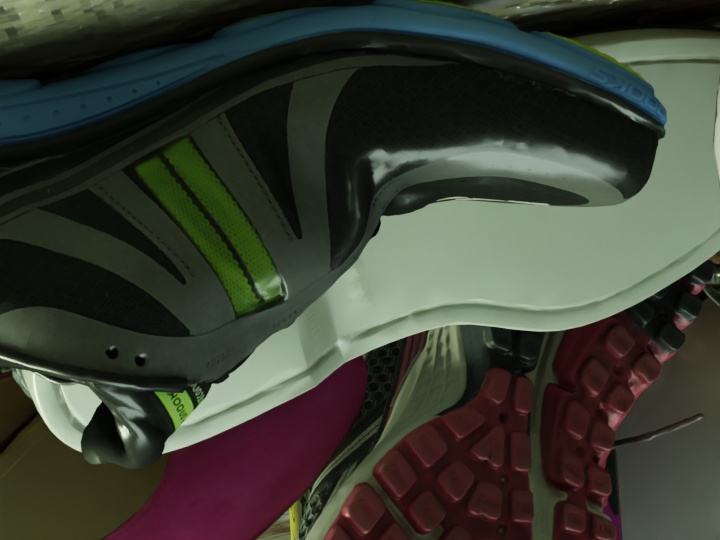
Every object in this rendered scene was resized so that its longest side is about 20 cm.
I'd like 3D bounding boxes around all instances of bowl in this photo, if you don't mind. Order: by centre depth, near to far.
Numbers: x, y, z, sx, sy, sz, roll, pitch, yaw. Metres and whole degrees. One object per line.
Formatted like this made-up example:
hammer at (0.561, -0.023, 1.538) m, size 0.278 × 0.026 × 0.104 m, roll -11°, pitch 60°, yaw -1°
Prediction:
bowl at (0.128, 0.061, 1.042) m, size 0.200 × 0.075 × 0.200 m, roll -32°, pitch 166°, yaw -47°

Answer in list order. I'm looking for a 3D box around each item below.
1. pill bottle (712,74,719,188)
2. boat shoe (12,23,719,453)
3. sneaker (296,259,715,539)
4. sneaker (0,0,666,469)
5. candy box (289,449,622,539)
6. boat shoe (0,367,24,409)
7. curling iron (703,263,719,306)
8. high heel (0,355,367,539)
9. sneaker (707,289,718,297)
pill bottle at (0.156, -0.024, 0.685) m, size 0.106 × 0.107 × 0.200 m, roll -17°, pitch 171°, yaw 20°
boat shoe at (0.008, -0.019, 0.686) m, size 0.199 × 0.073 × 0.062 m, roll -21°, pitch -147°, yaw -17°
sneaker at (0.027, 0.053, 0.747) m, size 0.081 × 0.200 × 0.075 m, roll 35°, pitch 155°, yaw -17°
sneaker at (-0.035, -0.004, 0.600) m, size 0.199 × 0.083 × 0.071 m, roll -13°, pitch 171°, yaw -5°
candy box at (0.026, 0.084, 0.957) m, size 0.061 × 0.137 × 0.200 m, roll -4°, pitch 178°, yaw -14°
boat shoe at (-0.144, 0.033, 0.751) m, size 0.074 × 0.062 × 0.200 m, roll 0°, pitch 149°, yaw -39°
curling iron at (0.179, -0.037, 0.835) m, size 0.199 × 0.050 × 0.026 m, roll -22°, pitch 141°, yaw 6°
high heel at (-0.092, 0.044, 0.674) m, size 0.199 × 0.068 × 0.096 m, roll -26°, pitch 146°, yaw -11°
sneaker at (0.089, 0.072, 1.211) m, size 0.199 × 0.096 × 0.079 m, roll -13°, pitch 173°, yaw 8°
